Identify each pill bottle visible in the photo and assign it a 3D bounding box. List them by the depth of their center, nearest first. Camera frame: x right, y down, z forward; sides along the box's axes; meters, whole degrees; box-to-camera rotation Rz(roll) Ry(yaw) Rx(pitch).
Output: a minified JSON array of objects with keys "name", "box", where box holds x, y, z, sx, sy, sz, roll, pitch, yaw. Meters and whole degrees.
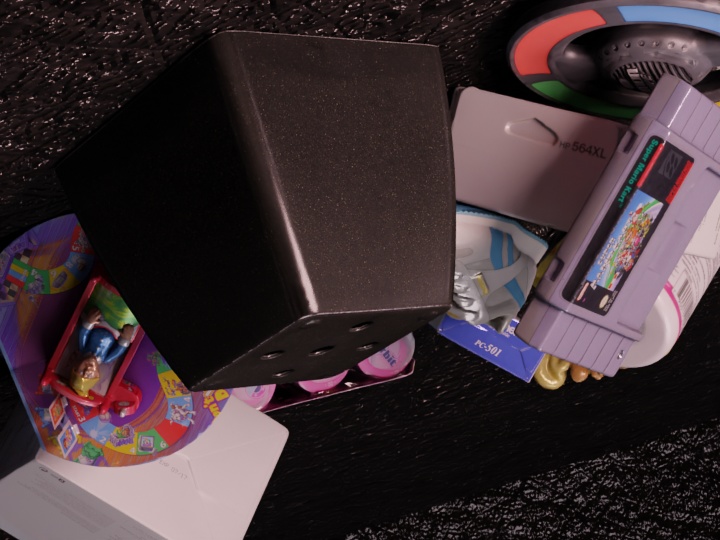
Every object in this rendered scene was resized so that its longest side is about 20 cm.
[{"name":"pill bottle","box":[0.243,-0.024,1.537,0.113,0.113,0.200,-37,-168,50]}]

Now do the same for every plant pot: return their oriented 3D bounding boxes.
[{"name":"plant pot","box":[-0.051,-0.029,1.218,0.199,0.178,0.199,-1,157,-44]}]

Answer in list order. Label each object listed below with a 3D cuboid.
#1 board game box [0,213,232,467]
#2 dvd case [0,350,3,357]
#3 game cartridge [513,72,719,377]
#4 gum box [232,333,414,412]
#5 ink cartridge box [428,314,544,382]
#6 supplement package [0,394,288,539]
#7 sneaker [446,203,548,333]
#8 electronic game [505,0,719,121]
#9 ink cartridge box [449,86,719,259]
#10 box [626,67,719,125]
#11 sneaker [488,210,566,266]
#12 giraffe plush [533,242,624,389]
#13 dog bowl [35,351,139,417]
[{"name":"board game box","box":[-0.185,0.058,1.341,0.157,0.201,0.039,-16,-162,7]},{"name":"dvd case","box":[-0.294,0.036,1.468,0.142,0.018,0.200,-19,166,5]},{"name":"game cartridge","box":[0.188,-0.026,1.256,0.201,0.038,0.129,-61,152,6]},{"name":"gum box","box":[-0.056,0.078,1.716,0.199,0.067,0.113,-13,-170,-19]},{"name":"ink cartridge box","box":[0.092,0.036,1.612,0.094,0.044,0.200,29,-177,-15]},{"name":"supplement package","box":[-0.205,0.171,1.607,0.191,0.148,0.200,34,150,-16]},{"name":"sneaker","box":[0.074,-0.006,1.352,0.076,0.081,0.200,19,178,33]},{"name":"electronic game","box":[0.197,-0.143,1.243,0.199,0.042,0.200,6,164,2]},{"name":"ink cartridge box","box":[0.168,-0.070,1.369,0.146,0.085,0.200,17,-174,35]},{"name":"box","box":[0.271,-0.170,1.347,0.136,0.040,0.200,-15,164,-7]},{"name":"sneaker","box":[0.129,-0.034,1.514,0.114,0.076,0.199,-58,170,32]},{"name":"giraffe plush","box":[0.214,0.021,1.716,0.172,0.163,0.200,-28,162,35]},{"name":"dog bowl","box":[-0.168,0.028,1.391,0.199,0.112,0.050,-32,-178,12]}]
